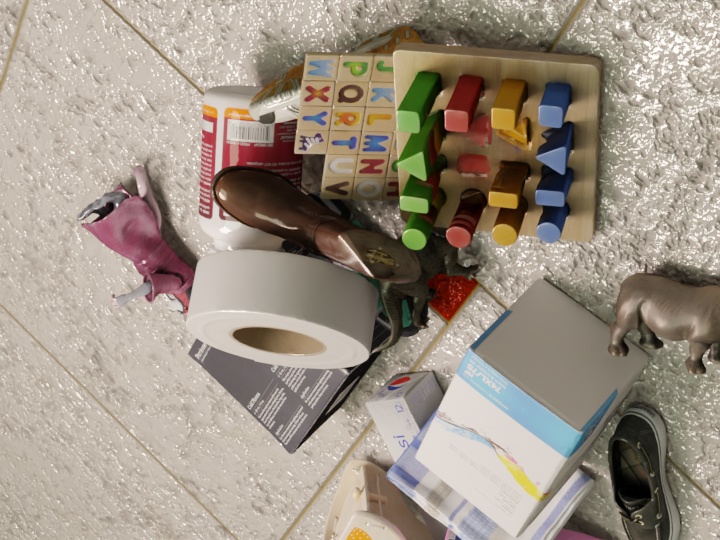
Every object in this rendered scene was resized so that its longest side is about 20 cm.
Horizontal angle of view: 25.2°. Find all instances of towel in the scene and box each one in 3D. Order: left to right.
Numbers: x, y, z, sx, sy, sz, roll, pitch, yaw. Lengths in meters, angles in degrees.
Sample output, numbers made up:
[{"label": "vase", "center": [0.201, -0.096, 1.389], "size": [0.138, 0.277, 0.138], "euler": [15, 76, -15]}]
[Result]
[{"label": "towel", "center": [0.145, 0.235, 1.805], "size": [0.200, 0.147, 0.024], "euler": [37, 168, 18]}]

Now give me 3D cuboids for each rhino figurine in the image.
[{"label": "rhino figurine", "center": [0.333, 0.053, 1.550], "size": [0.200, 0.060, 0.088], "euler": [11, 116, 33]}]

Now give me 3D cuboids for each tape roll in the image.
[{"label": "tape roll", "center": [-0.083, 0.044, 1.717], "size": [0.202, 0.071, 0.203], "euler": [7, 162, 2]}]

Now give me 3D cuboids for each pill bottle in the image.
[{"label": "pill bottle", "center": [-0.121, -0.098, 1.765], "size": [0.113, 0.113, 0.201], "euler": [14, 106, 35]}]

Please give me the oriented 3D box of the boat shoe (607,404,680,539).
[{"label": "boat shoe", "center": [0.296, 0.238, 1.727], "size": [0.068, 0.057, 0.201], "euler": [12, 127, 36]}]

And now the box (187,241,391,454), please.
[{"label": "box", "center": [-0.084, 0.085, 1.924], "size": [0.182, 0.104, 0.200], "euler": [43, 139, 7]}]

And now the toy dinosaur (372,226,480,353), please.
[{"label": "toy dinosaur", "center": [0.060, -0.005, 1.706], "size": [0.102, 0.200, 0.077], "euler": [47, 174, -32]}]

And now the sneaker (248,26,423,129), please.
[{"label": "sneaker", "center": [-0.018, -0.174, 1.648], "size": [0.199, 0.076, 0.088], "euler": [-16, 119, 21]}]

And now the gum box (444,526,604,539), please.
[{"label": "gum box", "center": [0.187, 0.346, 1.816], "size": [0.199, 0.114, 0.066], "euler": [14, 141, 5]}]

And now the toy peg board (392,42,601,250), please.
[{"label": "toy peg board", "center": [0.123, -0.102, 1.549], "size": [0.198, 0.098, 0.200], "euler": [7, 127, 15]}]

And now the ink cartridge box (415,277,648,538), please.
[{"label": "ink cartridge box", "center": [0.177, 0.147, 1.698], "size": [0.146, 0.147, 0.200], "euler": [37, 138, 14]}]

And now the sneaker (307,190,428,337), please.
[{"label": "sneaker", "center": [0.000, 0.000, 1.824], "size": [0.200, 0.074, 0.088], "euler": [51, 157, 11]}]

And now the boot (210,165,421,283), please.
[{"label": "boot", "center": [-0.046, -0.044, 1.634], "size": [0.186, 0.064, 0.200], "euler": [22, -176, -23]}]

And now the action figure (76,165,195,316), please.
[{"label": "action figure", "center": [-0.261, -0.022, 2.038], "size": [0.149, 0.134, 0.200], "euler": [-43, 103, 8]}]

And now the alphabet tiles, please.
[{"label": "alphabet tiles", "center": [0.018, -0.143, 1.638], "size": [0.167, 0.008, 0.200], "euler": [0, 138, -9]}]

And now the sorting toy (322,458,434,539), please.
[{"label": "sorting toy", "center": [0.052, 0.333, 1.944], "size": [0.180, 0.200, 0.107], "euler": [24, 100, -6]}]

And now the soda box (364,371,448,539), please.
[{"label": "soda box", "center": [0.086, 0.220, 1.901], "size": [0.068, 0.063, 0.200], "euler": [-12, 111, 45]}]
